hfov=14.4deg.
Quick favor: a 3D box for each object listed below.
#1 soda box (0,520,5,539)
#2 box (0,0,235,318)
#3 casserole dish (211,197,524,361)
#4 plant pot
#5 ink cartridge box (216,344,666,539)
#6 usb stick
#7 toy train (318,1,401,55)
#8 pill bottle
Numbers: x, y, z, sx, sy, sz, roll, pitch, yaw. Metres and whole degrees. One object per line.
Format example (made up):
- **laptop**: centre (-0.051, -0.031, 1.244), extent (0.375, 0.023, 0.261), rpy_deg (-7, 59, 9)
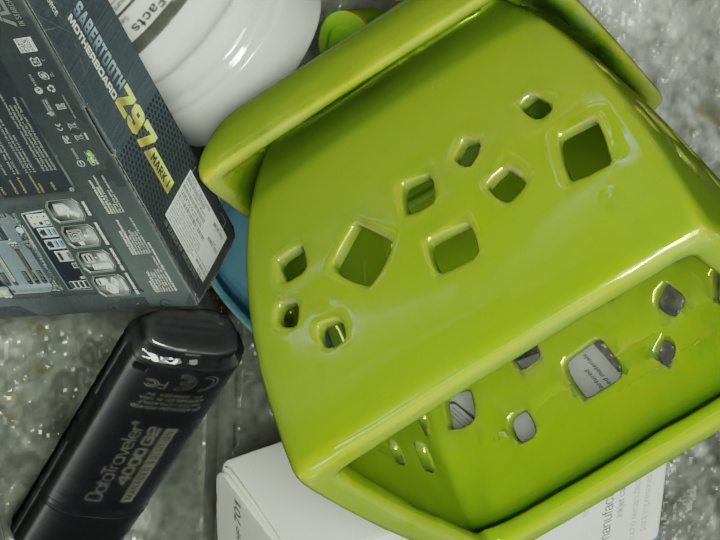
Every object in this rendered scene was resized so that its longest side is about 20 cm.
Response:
- **soda box**: centre (-0.196, 0.141, 1.292), extent (0.063, 0.071, 0.200), rpy_deg (-16, 108, -23)
- **box**: centre (-0.163, -0.067, 1.198), extent (0.200, 0.158, 0.051), rpy_deg (62, 37, -34)
- **casserole dish**: centre (0.000, 0.000, 1.376), extent (0.121, 0.039, 0.200), rpy_deg (-49, 116, -8)
- **plant pot**: centre (0.059, -0.011, 1.220), extent (0.199, 0.182, 0.200), rpy_deg (-33, 152, 13)
- **ink cartridge box**: centre (0.039, 0.136, 1.375), extent (0.200, 0.086, 0.147), rpy_deg (-19, 134, -22)
- **usb stick**: centre (-0.106, 0.076, 1.272), extent (0.055, 0.200, 0.033), rpy_deg (7, 57, -21)
- **toy train**: centre (0.027, -0.108, 1.290), extent (0.116, 0.085, 0.200), rpy_deg (-26, 154, -38)
- **pill bottle**: centre (-0.121, -0.147, 1.240), extent (0.200, 0.116, 0.116), rpy_deg (37, 84, -28)
